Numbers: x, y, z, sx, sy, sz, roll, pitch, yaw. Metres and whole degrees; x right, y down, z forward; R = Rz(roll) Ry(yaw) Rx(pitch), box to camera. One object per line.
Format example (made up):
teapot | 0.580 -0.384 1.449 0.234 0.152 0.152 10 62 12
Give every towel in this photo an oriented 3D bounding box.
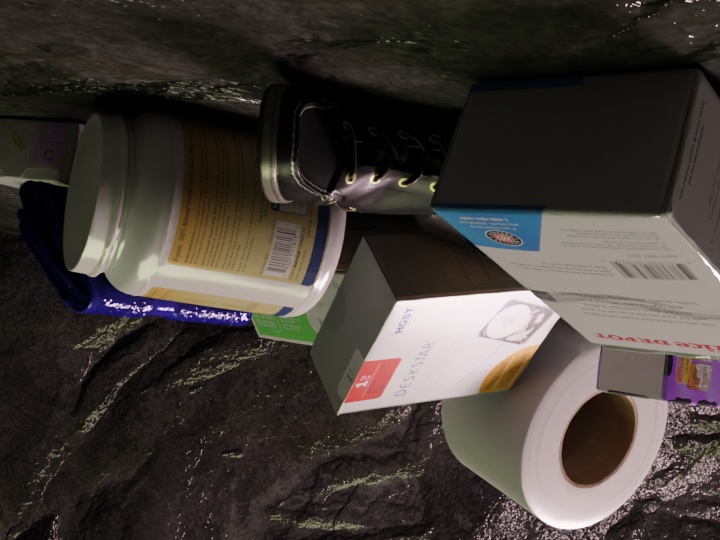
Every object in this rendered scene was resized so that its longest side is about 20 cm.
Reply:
towel | -0.198 -0.007 0.968 0.199 0.050 0.148 9 -142 -52

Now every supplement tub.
supplement tub | -0.126 -0.045 0.871 0.198 0.147 0.144 10 176 -26

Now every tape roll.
tape roll | 0.203 0.149 1.144 0.201 0.205 0.139 10 -169 -35

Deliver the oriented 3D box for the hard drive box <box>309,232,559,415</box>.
hard drive box | 0.074 0.044 0.988 0.198 0.077 0.157 -4 139 -29

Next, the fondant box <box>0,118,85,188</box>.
fondant box | -0.265 -0.098 1.073 0.143 0.059 0.199 7 177 28

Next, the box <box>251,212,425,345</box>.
box | 0.000 0.000 1.160 0.198 0.098 0.176 4 -151 43

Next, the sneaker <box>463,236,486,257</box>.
sneaker | 0.171 -0.055 0.809 0.198 0.071 0.090 -4 -165 43

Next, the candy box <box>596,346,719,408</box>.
candy box | 0.301 0.033 0.951 0.198 0.170 0.071 11 175 -40

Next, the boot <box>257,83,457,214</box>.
boot | 0.026 -0.073 0.694 0.151 0.075 0.203 4 180 13

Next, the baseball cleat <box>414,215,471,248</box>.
baseball cleat | 0.144 -0.025 0.925 0.197 0.108 0.070 2 143 -20

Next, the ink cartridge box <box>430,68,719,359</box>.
ink cartridge box | 0.159 -0.025 0.628 0.144 0.085 0.199 4 158 42
